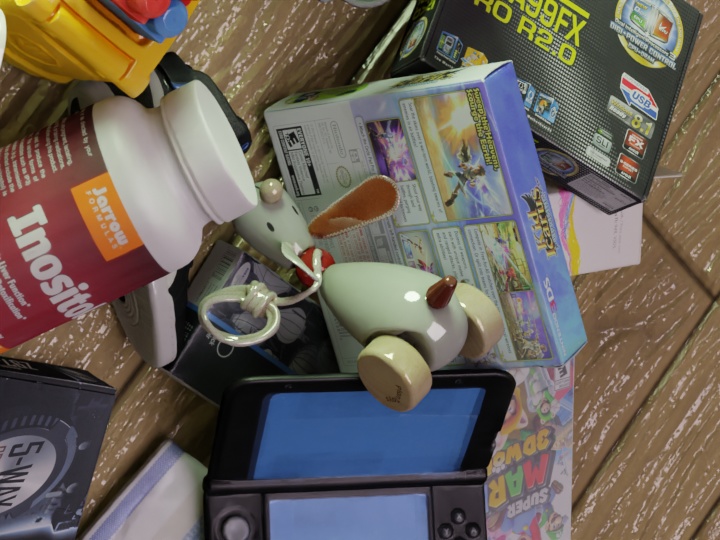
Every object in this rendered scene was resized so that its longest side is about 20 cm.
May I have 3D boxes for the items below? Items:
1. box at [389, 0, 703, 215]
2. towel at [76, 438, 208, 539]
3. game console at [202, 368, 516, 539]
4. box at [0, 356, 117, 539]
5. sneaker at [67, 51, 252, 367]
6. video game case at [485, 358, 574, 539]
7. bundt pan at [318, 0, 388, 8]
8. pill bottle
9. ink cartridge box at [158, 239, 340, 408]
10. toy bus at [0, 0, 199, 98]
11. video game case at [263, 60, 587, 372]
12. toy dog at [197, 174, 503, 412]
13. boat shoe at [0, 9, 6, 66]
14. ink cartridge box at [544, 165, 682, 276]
[{"bbox_3d":[0.131,-0.156,1.596,0.199,0.044,0.161,31,65,-21],"label":"box"},{"bbox_3d":[-0.107,0.230,1.581,0.200,0.024,0.147,41,78,-5],"label":"towel"},{"bbox_3d":[0.001,0.161,1.543,0.198,0.116,0.178,-1,82,-13],"label":"game console"},{"bbox_3d":[-0.258,0.154,1.489,0.159,0.043,0.202,13,97,-39],"label":"box"},{"bbox_3d":[-0.114,-0.043,1.513,0.111,0.073,0.202,-23,117,-28],"label":"sneaker"},{"bbox_3d":[0.106,0.165,1.786,0.142,0.018,0.202,-14,114,-34],"label":"video game case"},{"bbox_3d":[-0.011,-0.278,1.510,0.201,0.076,0.204,-14,114,-33],"label":"bundt pan"},{"bbox_3d":[-0.169,-0.035,1.399,0.199,0.113,0.113,-25,124,7],"label":"pill bottle"},{"bbox_3d":[-0.051,0.069,1.623,0.200,0.039,0.100,36,82,-40],"label":"ink cartridge box"},{"bbox_3d":[-0.136,-0.207,1.367,0.136,0.191,0.201,38,80,-37],"label":"toy bus"},{"bbox_3d":[0.043,-0.030,1.545,0.045,0.180,0.202,-35,114,-49],"label":"video game case"},{"bbox_3d":[0.000,0.000,1.488,0.097,0.199,0.132,104,9,-49],"label":"toy dog"},{"bbox_3d":[-0.274,-0.080,1.345,0.059,0.072,0.200,22,124,-31],"label":"boat shoe"},{"bbox_3d":[0.124,-0.039,1.666,0.199,0.117,0.068,-10,109,-34],"label":"ink cartridge box"}]
